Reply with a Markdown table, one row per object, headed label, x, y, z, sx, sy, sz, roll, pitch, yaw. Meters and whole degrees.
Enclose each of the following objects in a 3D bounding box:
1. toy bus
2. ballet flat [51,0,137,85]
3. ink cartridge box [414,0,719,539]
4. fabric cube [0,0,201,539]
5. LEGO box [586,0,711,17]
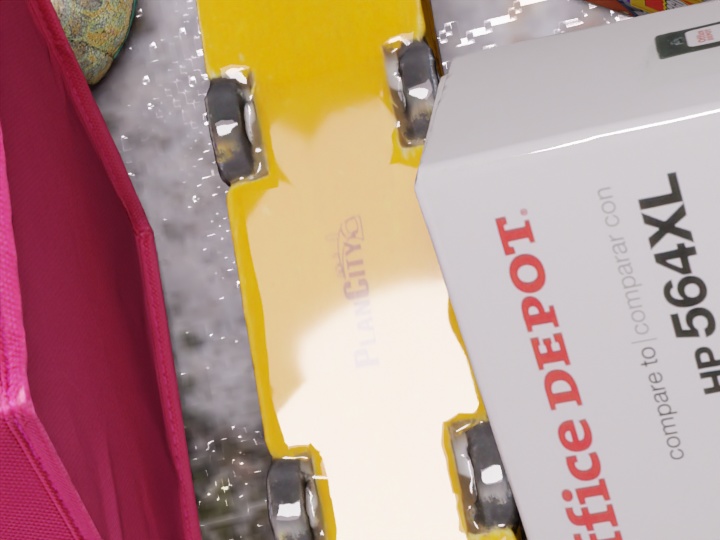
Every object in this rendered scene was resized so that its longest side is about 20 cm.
| label | x | y | z | sx | sy | sz | roll | pitch | yaw |
| --- | --- | --- | --- | --- | --- | --- | --- | --- | --- |
| toy bus | 0.000 | 0.000 | 0.813 | 0.065 | 0.078 | 0.200 | -11 | 77 | 4 |
| ballet flat | -0.163 | -0.082 | 0.862 | 0.200 | 0.071 | 0.071 | 3 | 78 | 8 |
| ink cartridge box | 0.129 | 0.004 | 0.745 | 0.200 | 0.084 | 0.146 | -12 | 113 | 14 |
| fabric cube | -0.159 | 0.032 | 0.738 | 0.199 | 0.200 | 0.196 | -14 | 52 | 4 |
| LEGO box | 0.163 | -0.149 | 0.826 | 0.149 | 0.077 | 0.200 | 23 | 81 | 11 |
